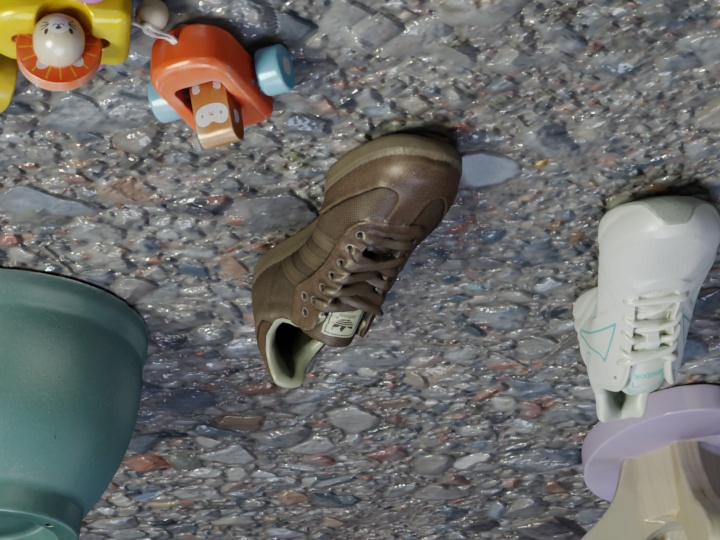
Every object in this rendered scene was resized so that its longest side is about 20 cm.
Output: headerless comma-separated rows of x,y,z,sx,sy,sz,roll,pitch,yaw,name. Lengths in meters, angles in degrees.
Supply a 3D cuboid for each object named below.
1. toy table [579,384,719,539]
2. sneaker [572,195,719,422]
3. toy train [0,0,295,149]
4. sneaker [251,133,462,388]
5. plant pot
0.232,0.173,1.322,0.183,0.118,0.200,-6,153,5,toy table
0.168,0.024,1.052,0.070,0.081,0.201,0,152,-2,sneaker
-0.138,-0.077,0.838,0.199,0.056,0.150,-11,153,15,toy train
0.000,0.000,0.986,0.070,0.076,0.200,9,152,-22,sneaker
-0.228,0.102,1.102,0.199,0.135,0.201,-2,154,-1,plant pot
